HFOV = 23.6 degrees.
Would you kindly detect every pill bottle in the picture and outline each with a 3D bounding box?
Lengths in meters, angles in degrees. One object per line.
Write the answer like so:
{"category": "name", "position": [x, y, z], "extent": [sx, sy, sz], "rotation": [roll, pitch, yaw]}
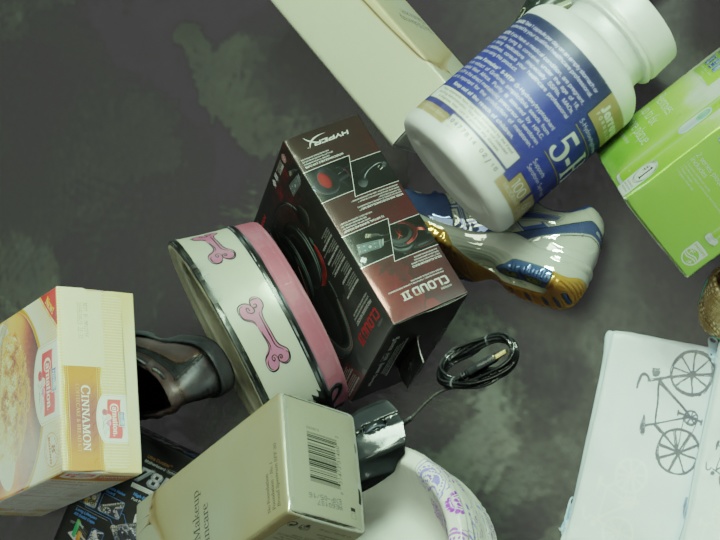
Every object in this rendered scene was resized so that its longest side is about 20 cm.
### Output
{"category": "pill bottle", "position": [0.144, -0.136, 1.347], "extent": [0.200, 0.120, 0.120], "rotation": [-41, 69, -5]}

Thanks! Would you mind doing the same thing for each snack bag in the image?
{"category": "snack bag", "position": [0.266, 0.145, 1.347], "extent": [0.200, 0.021, 0.189], "rotation": [12, 85, 21]}

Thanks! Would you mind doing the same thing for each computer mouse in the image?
{"category": "computer mouse", "position": [0.036, 0.108, 1.333], "extent": [0.200, 0.034, 0.059], "rotation": [-38, 48, 10]}

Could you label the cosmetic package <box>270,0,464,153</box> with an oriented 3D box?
{"category": "cosmetic package", "position": [0.011, -0.193, 1.450], "extent": [0.073, 0.103, 0.200], "rotation": [-46, 70, 17]}

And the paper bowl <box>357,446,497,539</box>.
{"category": "paper bowl", "position": [0.018, 0.245, 1.357], "extent": [0.200, 0.104, 0.201], "rotation": [-18, 55, 28]}

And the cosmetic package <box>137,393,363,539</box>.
{"category": "cosmetic package", "position": [-0.088, 0.189, 1.315], "extent": [0.200, 0.073, 0.104], "rotation": [-39, 43, 36]}

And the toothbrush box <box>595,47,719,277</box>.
{"category": "toothbrush box", "position": [0.289, -0.106, 1.305], "extent": [0.200, 0.146, 0.086], "rotation": [-37, 107, 11]}

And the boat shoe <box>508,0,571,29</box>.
{"category": "boat shoe", "position": [0.173, -0.225, 1.423], "extent": [0.199, 0.074, 0.066], "rotation": [-49, 40, 15]}

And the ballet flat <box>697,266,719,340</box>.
{"category": "ballet flat", "position": [0.354, 0.028, 1.305], "extent": [0.200, 0.065, 0.071], "rotation": [1, 45, 19]}

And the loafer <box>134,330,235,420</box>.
{"category": "loafer", "position": [-0.182, 0.092, 1.443], "extent": [0.200, 0.063, 0.072], "rotation": [-11, 108, 54]}

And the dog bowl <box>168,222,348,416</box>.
{"category": "dog bowl", "position": [-0.079, 0.049, 1.404], "extent": [0.074, 0.200, 0.200], "rotation": [-28, 71, -10]}

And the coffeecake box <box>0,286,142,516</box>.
{"category": "coffeecake box", "position": [-0.263, 0.115, 1.457], "extent": [0.200, 0.073, 0.154], "rotation": [-27, 63, 51]}

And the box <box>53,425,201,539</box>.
{"category": "box", "position": [-0.169, 0.253, 1.472], "extent": [0.200, 0.050, 0.199], "rotation": [21, 88, 23]}

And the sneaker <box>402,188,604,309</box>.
{"category": "sneaker", "position": [0.106, -0.038, 1.421], "extent": [0.200, 0.075, 0.088], "rotation": [21, 71, 21]}

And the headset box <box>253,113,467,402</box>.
{"category": "headset box", "position": [0.000, 0.000, 1.396], "extent": [0.075, 0.149, 0.200], "rotation": [-22, 70, -25]}
